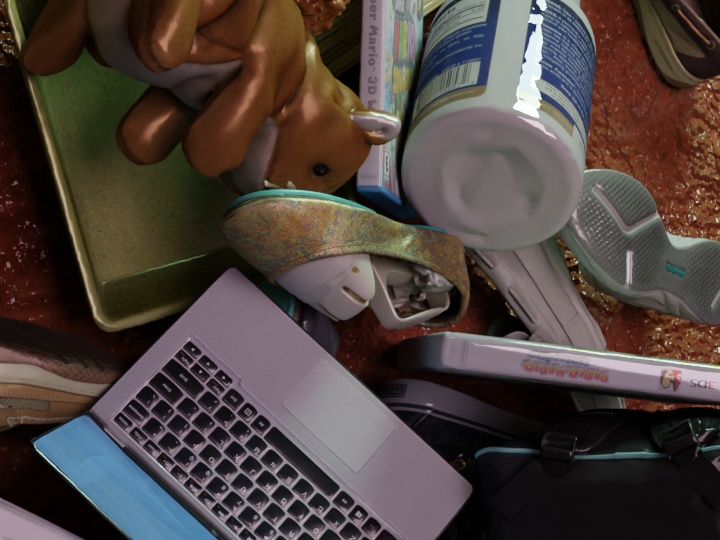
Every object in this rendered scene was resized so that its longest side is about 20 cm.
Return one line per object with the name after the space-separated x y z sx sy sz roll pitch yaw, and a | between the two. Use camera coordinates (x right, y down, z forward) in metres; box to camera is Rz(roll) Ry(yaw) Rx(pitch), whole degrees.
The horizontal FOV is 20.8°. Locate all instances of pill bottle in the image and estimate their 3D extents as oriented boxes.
0.091 -0.115 1.233 0.111 0.111 0.201 42 36 -24 | pill bottle

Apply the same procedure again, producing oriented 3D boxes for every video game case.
0.122 0.060 1.155 0.181 0.200 0.023 7 86 -5 | video game case
0.021 -0.140 1.199 0.143 0.018 0.201 22 69 -78 | video game case

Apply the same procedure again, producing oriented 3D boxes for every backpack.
0.171 0.151 1.135 0.200 0.175 0.154 -12 94 -71 | backpack

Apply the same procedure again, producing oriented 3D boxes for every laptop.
-0.045 0.102 0.999 0.187 0.116 0.200 43 60 1 | laptop

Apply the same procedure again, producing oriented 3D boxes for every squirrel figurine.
-0.055 -0.134 1.080 0.186 0.141 0.201 37 63 -33 | squirrel figurine

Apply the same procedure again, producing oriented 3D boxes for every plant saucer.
-0.108 -0.079 1.141 0.199 0.048 0.201 -17 91 -38 | plant saucer

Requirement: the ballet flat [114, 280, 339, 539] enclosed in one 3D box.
-0.069 0.103 1.116 0.073 0.073 0.201 33 76 -28 | ballet flat

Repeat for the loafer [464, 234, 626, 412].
0.116 0.035 1.286 0.070 0.070 0.201 -26 99 -1 | loafer

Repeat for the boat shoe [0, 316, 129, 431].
-0.215 0.064 1.031 0.199 0.072 0.077 12 99 -35 | boat shoe

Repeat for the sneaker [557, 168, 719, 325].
0.171 -0.011 1.302 0.200 0.080 0.071 31 70 -47 | sneaker

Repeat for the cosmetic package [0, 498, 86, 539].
-0.166 0.234 0.971 0.199 0.123 0.201 33 76 -28 | cosmetic package

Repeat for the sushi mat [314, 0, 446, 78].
0.002 -0.195 1.268 0.200 0.012 0.096 -38 106 -35 | sushi mat

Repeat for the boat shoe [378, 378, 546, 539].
0.088 0.139 1.241 0.199 0.071 0.091 20 74 -28 | boat shoe

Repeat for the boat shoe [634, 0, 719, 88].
0.222 -0.231 1.405 0.072 0.072 0.201 -29 99 -37 | boat shoe

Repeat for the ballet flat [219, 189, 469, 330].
0.000 0.000 1.110 0.200 0.070 0.071 12 73 -54 | ballet flat
